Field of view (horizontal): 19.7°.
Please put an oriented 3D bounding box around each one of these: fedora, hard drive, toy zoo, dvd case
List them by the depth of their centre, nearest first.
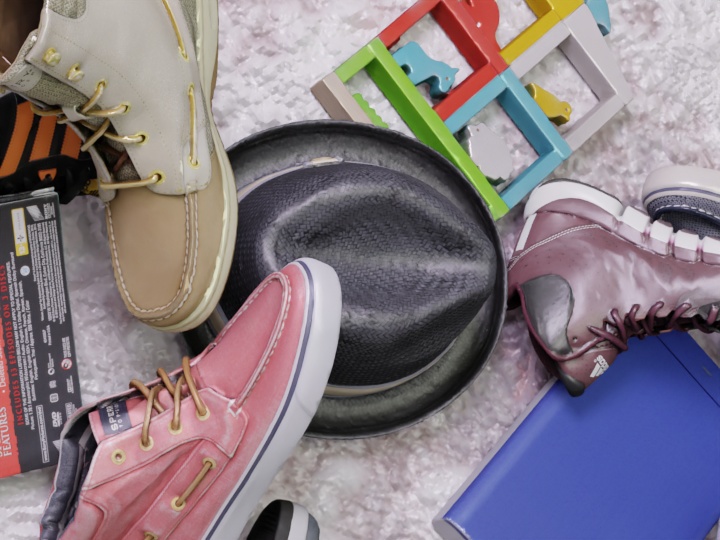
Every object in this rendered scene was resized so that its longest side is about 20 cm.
[{"bbox_3d":[-0.237,0.045,1.027,0.200,0.022,0.146,-13,105,-28],"label":"dvd case"},{"bbox_3d":[0.000,0.000,1.127,0.200,0.092,0.201,2,82,-19],"label":"fedora"},{"bbox_3d":[0.148,0.122,1.220,0.132,0.025,0.200,48,63,-9],"label":"hard drive"},{"bbox_3d":[0.080,-0.115,1.245,0.200,0.020,0.131,-42,98,-27],"label":"toy zoo"}]

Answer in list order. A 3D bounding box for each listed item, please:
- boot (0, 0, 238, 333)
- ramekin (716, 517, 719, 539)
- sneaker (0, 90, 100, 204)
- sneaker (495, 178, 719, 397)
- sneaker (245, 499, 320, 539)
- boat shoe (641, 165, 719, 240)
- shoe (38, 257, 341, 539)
[{"bbox_3d":[-0.128,-0.073,1.003,0.155,0.072,0.200,12,73,-61],"label":"boot"},{"bbox_3d":[0.301,0.152,1.193,0.200,0.200,0.105,-26,86,-28],"label":"ramekin"},{"bbox_3d":[-0.166,-0.063,1.086,0.200,0.070,0.090,-42,95,-29],"label":"sneaker"},{"bbox_3d":[0.170,0.033,1.197,0.200,0.076,0.116,22,69,19],"label":"sneaker"},{"bbox_3d":[-0.015,0.227,1.083,0.121,0.084,0.200,14,80,-17],"label":"sneaker"},{"bbox_3d":[0.248,0.019,1.264,0.200,0.075,0.093,29,61,-17],"label":"boat shoe"},{"bbox_3d":[-0.088,0.075,1.044,0.091,0.071,0.200,17,112,-28],"label":"shoe"}]
